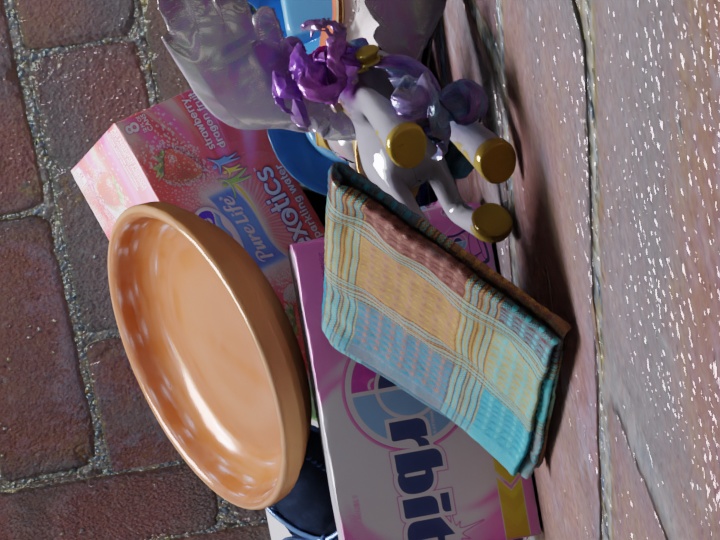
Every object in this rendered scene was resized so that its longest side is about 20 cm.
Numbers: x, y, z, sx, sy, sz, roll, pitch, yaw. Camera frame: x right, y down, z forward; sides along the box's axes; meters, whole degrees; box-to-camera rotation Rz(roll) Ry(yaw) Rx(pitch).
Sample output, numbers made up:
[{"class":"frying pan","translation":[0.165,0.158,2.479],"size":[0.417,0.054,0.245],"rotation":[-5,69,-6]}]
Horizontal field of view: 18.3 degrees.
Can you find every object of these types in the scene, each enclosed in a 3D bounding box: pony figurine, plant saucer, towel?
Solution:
[{"class":"pony figurine","translation":[0.004,-0.092,1.187],"size":[0.200,0.166,0.193],"rotation":[47,162,52]},{"class":"plant saucer","translation":[-0.088,0.048,1.358],"size":[0.200,0.037,0.201],"rotation":[40,143,39]},{"class":"towel","translation":[0.038,0.031,1.140],"size":[0.147,0.022,0.200],"rotation":[35,161,13]}]

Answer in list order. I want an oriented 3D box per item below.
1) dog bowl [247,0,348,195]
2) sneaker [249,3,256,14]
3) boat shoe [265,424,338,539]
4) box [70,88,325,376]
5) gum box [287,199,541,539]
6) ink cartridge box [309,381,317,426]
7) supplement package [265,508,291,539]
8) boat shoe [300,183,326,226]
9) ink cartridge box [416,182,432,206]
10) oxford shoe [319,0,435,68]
[{"class":"dog bowl","translation":[-0.009,-0.144,1.425],"size":[0.050,0.111,0.201],"rotation":[6,-106,-81]},{"class":"sneaker","translation":[-0.075,-0.188,1.541],"size":[0.088,0.075,0.200],"rotation":[73,-161,-44]},{"class":"boat shoe","translation":[0.000,0.177,1.456],"size":[0.200,0.084,0.069],"rotation":[43,-141,-22]},{"class":"box","translation":[-0.089,-0.013,1.457],"size":[0.200,0.102,0.095],"rotation":[61,150,4]},{"class":"gum box","translation":[0.029,0.062,1.293],"size":[0.066,0.113,0.201],"rotation":[-179,79,-86]},{"class":"ink cartridge box","translation":[-0.057,0.026,1.620],"size":[0.117,0.067,0.200],"rotation":[-29,40,52]},{"class":"supplement package","translation":[0.001,0.142,1.604],"size":[0.110,0.114,0.200],"rotation":[-55,23,21]},{"class":"boat shoe","translation":[0.000,0.000,1.488],"size":[0.061,0.072,0.201],"rotation":[27,-171,-39]},{"class":"ink cartridge box","translation":[0.025,-0.054,1.608],"size":[0.200,0.042,0.120],"rotation":[-107,8,-50]},{"class":"oxford shoe","translation":[0.019,-0.184,1.346],"size":[0.072,0.071,0.201],"rotation":[9,104,50]}]
